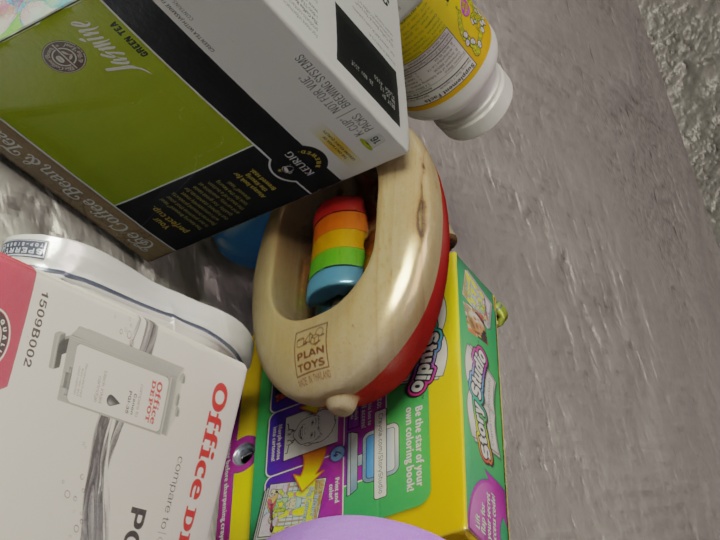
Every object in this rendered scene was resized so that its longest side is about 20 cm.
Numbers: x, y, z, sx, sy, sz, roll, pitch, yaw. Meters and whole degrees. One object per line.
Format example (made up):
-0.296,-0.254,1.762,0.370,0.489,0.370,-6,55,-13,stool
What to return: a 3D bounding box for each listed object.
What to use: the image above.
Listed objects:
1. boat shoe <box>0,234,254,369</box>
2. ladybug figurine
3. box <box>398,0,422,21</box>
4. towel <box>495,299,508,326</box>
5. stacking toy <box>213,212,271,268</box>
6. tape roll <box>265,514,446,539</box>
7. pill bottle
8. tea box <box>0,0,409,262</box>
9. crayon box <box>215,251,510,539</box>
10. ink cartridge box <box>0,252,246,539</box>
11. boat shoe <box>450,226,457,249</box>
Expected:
-0.129,0.042,0.739,0.200,0.073,0.066,31,61,-53,boat shoe
0.000,0.000,0.802,0.072,0.135,0.202,37,47,-38,ladybug figurine
-0.059,-0.275,0.936,0.200,0.171,0.200,33,18,-51,box
0.038,0.015,0.977,0.200,0.142,0.023,62,49,-86,towel
-0.075,-0.111,0.952,0.116,0.109,0.201,12,48,-61,stacking toy
-0.001,0.229,0.676,0.202,0.199,0.066,66,23,-6,tape roll
0.044,-0.193,1.096,0.200,0.104,0.105,42,34,-40,pill bottle
-0.105,-0.132,0.760,0.200,0.195,0.135,42,35,-47,tea box
0.000,0.106,0.818,0.058,0.171,0.201,47,31,-39,crayon box
-0.146,0.079,0.576,0.200,0.082,0.148,31,68,-55,ink cartridge box
0.012,-0.048,1.119,0.075,0.074,0.202,61,14,18,boat shoe
